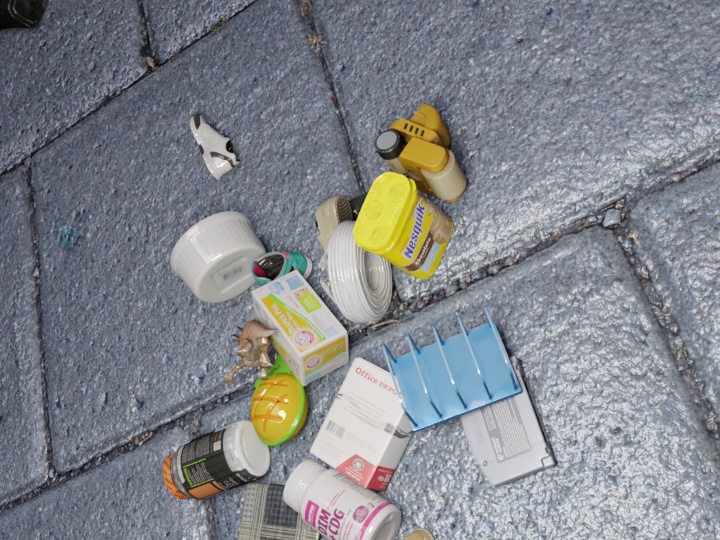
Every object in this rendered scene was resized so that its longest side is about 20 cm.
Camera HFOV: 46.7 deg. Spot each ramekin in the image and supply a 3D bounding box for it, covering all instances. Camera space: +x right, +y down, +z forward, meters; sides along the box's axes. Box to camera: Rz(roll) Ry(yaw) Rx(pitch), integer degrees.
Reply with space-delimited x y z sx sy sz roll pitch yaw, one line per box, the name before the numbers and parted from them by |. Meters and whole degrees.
ramekin | -0.298 -0.022 1.799 0.200 0.200 0.098 -43 63 11

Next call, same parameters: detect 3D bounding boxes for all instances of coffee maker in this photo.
coffee maker | -1.114 -0.820 2.656 0.199 0.134 0.193 11 101 35

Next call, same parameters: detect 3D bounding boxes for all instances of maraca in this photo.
maraca | -0.165 0.258 1.667 0.137 0.107 0.200 -35 42 20

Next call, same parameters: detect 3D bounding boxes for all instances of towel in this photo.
towel | -0.156 0.519 1.613 0.192 0.035 0.201 -1 70 28

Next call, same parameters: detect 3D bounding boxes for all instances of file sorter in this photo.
file sorter | 0.151 0.163 1.421 0.199 0.123 0.139 -22 60 6

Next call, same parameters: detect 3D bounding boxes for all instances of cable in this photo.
cable | 0.000 0.000 1.601 0.069 0.200 0.201 -9 46 23

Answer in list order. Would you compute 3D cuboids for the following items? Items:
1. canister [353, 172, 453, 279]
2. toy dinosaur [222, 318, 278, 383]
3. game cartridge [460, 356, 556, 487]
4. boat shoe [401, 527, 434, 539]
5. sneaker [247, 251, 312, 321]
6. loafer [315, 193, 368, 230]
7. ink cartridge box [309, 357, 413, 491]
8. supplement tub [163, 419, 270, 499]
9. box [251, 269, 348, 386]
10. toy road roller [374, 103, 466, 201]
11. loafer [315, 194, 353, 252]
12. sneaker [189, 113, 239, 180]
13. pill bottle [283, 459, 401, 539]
canister | 0.087 -0.079 1.572 0.086 0.200 0.149 19 83 35
toy dinosaur | -0.213 0.142 1.660 0.200 0.085 0.136 116 163 -48
game cartridge | 0.245 0.264 1.450 0.133 0.041 0.201 -29 60 25
boat shoe | 0.053 0.533 1.449 0.074 0.066 0.200 39 95 35
sneaker | -0.196 0.038 1.754 0.084 0.121 0.200 39 95 36
loafer | -0.004 -0.120 1.736 0.199 0.073 0.072 -11 38 31
ink cartridge box | 0.019 0.285 1.552 0.146 0.083 0.201 25 86 35
supplement tub | -0.293 0.388 1.685 0.199 0.122 0.123 -24 62 22
box | -0.121 0.113 1.667 0.112 0.102 0.200 -27 53 -21
toy road roller | 0.138 -0.242 1.654 0.200 0.123 0.146 30 78 37
loafer | -0.046 -0.053 1.696 0.068 0.076 0.201 1 101 39
sneaker | -0.353 -0.308 2.022 0.080 0.074 0.200 -30 63 3
pill bottle | -0.036 0.430 1.506 0.199 0.113 0.114 24 86 32
